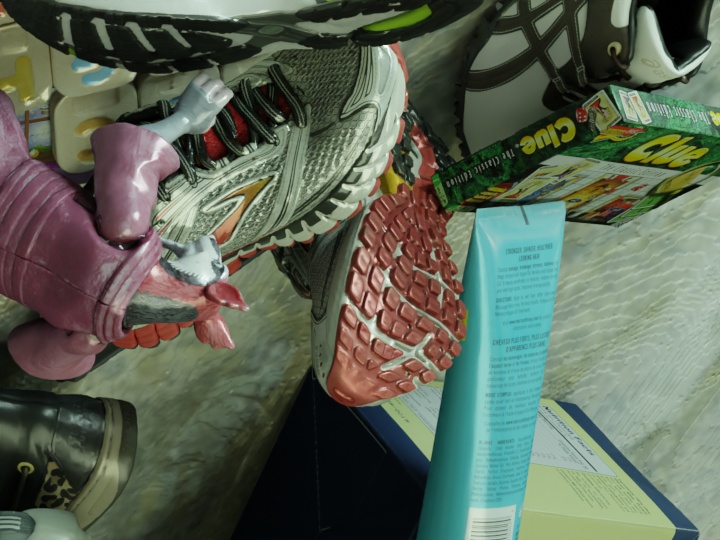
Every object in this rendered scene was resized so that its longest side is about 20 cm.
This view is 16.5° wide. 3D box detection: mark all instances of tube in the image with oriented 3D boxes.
[{"bbox_3d":[0.064,0.065,1.219,0.077,0.050,0.201,-11,114,-57],"label":"tube"}]

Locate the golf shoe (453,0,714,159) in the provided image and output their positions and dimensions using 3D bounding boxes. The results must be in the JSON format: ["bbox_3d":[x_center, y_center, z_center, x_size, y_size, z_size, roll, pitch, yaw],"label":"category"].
[{"bbox_3d":[0.114,-0.108,1.204,0.077,0.095,0.200,4,129,-35],"label":"golf shoe"}]

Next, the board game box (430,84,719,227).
[{"bbox_3d":[0.127,-0.055,1.240,0.105,0.024,0.200,-29,164,27],"label":"board game box"}]

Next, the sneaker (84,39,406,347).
[{"bbox_3d":[-0.063,-0.042,1.084,0.200,0.078,0.082,-40,142,15],"label":"sneaker"}]

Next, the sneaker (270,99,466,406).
[{"bbox_3d":[0.000,0.000,1.169,0.082,0.200,0.078,-31,116,23],"label":"sneaker"}]

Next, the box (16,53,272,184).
[{"bbox_3d":[-0.132,-0.100,1.104,0.199,0.039,0.137,-12,136,-21],"label":"box"}]

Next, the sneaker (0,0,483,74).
[{"bbox_3d":[-0.052,-0.132,1.023,0.199,0.081,0.074,-5,164,-5],"label":"sneaker"}]

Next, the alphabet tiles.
[{"bbox_3d":[-0.080,-0.126,1.069,0.199,0.015,0.196,-16,137,-18],"label":"alphabet tiles"}]

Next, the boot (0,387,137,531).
[{"bbox_3d":[-0.220,0.110,1.231,0.150,0.073,0.200,22,135,-31],"label":"boot"}]

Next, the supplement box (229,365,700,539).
[{"bbox_3d":[0.043,0.179,1.386,0.199,0.134,0.201,10,114,-37],"label":"supplement box"}]

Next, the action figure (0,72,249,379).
[{"bbox_3d":[-0.135,-0.022,0.988,0.149,0.199,0.135,-26,137,-67],"label":"action figure"}]

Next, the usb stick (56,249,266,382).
[{"bbox_3d":[-0.077,-0.010,1.179,0.200,0.056,0.033,-34,125,26],"label":"usb stick"}]

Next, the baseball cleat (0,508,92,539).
[{"bbox_3d":[-0.183,0.181,1.230,0.106,0.070,0.201,8,132,-3],"label":"baseball cleat"}]
